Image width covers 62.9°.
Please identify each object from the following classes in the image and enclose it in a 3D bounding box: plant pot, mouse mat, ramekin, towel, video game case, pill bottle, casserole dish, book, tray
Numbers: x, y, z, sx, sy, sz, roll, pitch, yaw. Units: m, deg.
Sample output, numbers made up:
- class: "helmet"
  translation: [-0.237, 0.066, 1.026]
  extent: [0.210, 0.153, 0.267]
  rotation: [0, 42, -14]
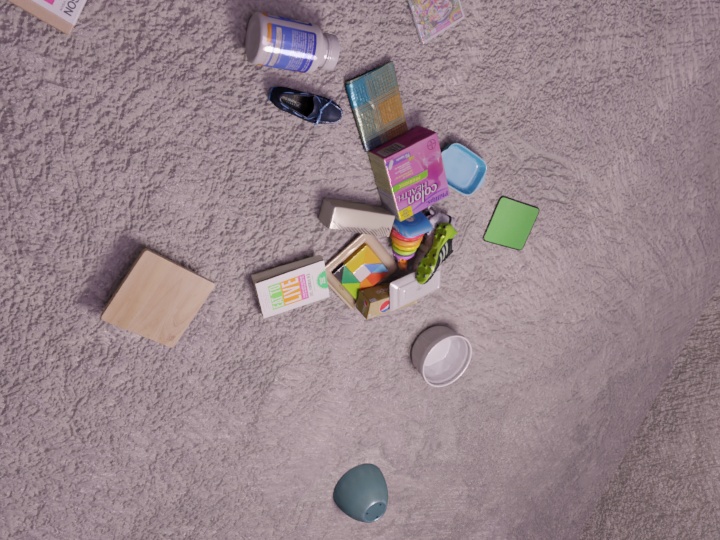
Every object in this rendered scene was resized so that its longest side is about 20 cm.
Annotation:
- class: "plant pot"
  translation: [0.021, 0.814, 2.101]
  extent: [0.199, 0.135, 0.201]
  rotation: [-13, 119, -24]
- class: "mouse mat"
  translation: [0.509, -0.156, 1.984]
  extent: [0.199, 0.008, 0.161]
  rotation: [12, 107, -33]
- class: "ramekin"
  translation: [0.268, 0.283, 2.000]
  extent: [0.200, 0.105, 0.201]
  rotation: [-13, 119, -24]
- class: "towel"
  translation: [0.046, -0.435, 1.569]
  extent: [0.146, 0.022, 0.200]
  rotation: [-28, 126, -14]
- class: "video game case"
  translation: [0.183, -0.712, 1.512]
  extent: [0.143, 0.018, 0.200]
  rotation: [-35, 126, -10]
- class: "pill bottle"
  translation: [-0.153, -0.517, 1.355]
  extent: [0.199, 0.112, 0.112]
  rotation: [0, 113, -30]
- class: "casserole dish"
  translation: [0.295, -0.305, 1.766]
  extent: [0.200, 0.039, 0.121]
  rotation: [23, 101, -37]
- class: "book"
  translation: [-0.192, 0.046, 1.646]
  extent: [0.199, 0.048, 0.134]
  rotation: [-19, 127, -15]
- class: "tray"
  translation: [0.173, 0.050, 1.781]
  extent: [0.200, 0.022, 0.108]
  rotation: [-23, 129, -27]

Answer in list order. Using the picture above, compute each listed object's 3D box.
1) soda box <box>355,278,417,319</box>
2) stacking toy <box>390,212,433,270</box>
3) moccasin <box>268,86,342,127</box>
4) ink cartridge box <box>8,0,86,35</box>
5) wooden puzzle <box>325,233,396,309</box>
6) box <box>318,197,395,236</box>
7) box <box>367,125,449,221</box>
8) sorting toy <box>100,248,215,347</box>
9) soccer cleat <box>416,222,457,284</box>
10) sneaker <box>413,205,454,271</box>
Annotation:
- class: "soda box"
  translation: [0.087, 0.081, 1.798]
  extent: [0.199, 0.064, 0.068]
  rotation: [-15, 134, -32]
- class: "stacking toy"
  translation: [0.132, -0.077, 1.754]
  extent: [0.109, 0.116, 0.200]
  rotation: [-20, 139, -26]
- class: "moccasin"
  translation: [-0.129, -0.397, 1.455]
  extent: [0.199, 0.068, 0.081]
  rotation: [2, 112, -31]
- class: "ink cartridge box"
  translation: [-0.584, -0.575, 1.100]
  extent: [0.164, 0.075, 0.200]
  rotation: [25, 99, -35]
- class: "wooden puzzle"
  translation: [0.000, 0.000, 1.747]
  extent: [0.200, 0.037, 0.185]
  rotation: [-44, 127, -4]
- class: "box"
  translation: [-0.010, -0.147, 1.641]
  extent: [0.199, 0.082, 0.069]
  rotation: [5, 112, -30]
- class: "box"
  translation: [0.138, -0.272, 1.654]
  extent: [0.176, 0.097, 0.200]
  rotation: [-28, 125, -16]
- class: "sorting toy"
  translation: [-0.504, 0.062, 1.464]
  extent: [0.199, 0.070, 0.200]
  rotation: [32, 96, -37]
- class: "soccer cleat"
  translation: [0.231, -0.044, 1.745]
  extent: [0.081, 0.067, 0.201]
  rotation: [28, 86, -41]
- class: "sneaker"
  translation: [0.197, -0.099, 1.791]
  extent: [0.115, 0.075, 0.200]
  rotation: [31, 91, -36]
